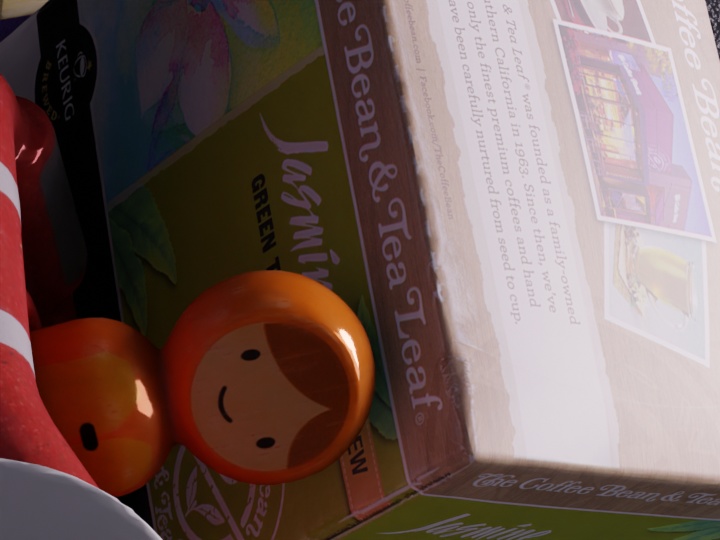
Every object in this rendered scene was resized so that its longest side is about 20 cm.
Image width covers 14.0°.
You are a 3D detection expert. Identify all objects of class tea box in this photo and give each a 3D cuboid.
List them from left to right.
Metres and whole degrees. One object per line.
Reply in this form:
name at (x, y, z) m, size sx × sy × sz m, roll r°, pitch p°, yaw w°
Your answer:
tea box at (0.000, 0.000, 0.828) m, size 0.197 × 0.134 × 0.200 m, roll -33°, pitch -121°, yaw 42°

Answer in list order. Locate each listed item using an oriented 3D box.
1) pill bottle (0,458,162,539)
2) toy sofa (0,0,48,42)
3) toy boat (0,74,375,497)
pill bottle at (-0.051, 0.119, 0.488) m, size 0.200 × 0.111 × 0.111 m, roll 81°, pitch -2°, yaw -53°
toy sofa at (-0.094, -0.072, 1.016) m, size 0.200 × 0.083 × 0.098 m, roll 118°, pitch -39°, yaw -70°
toy boat at (-0.061, 0.035, 0.701) m, size 0.200 × 0.131 × 0.131 m, roll -102°, pitch -179°, yaw -45°
